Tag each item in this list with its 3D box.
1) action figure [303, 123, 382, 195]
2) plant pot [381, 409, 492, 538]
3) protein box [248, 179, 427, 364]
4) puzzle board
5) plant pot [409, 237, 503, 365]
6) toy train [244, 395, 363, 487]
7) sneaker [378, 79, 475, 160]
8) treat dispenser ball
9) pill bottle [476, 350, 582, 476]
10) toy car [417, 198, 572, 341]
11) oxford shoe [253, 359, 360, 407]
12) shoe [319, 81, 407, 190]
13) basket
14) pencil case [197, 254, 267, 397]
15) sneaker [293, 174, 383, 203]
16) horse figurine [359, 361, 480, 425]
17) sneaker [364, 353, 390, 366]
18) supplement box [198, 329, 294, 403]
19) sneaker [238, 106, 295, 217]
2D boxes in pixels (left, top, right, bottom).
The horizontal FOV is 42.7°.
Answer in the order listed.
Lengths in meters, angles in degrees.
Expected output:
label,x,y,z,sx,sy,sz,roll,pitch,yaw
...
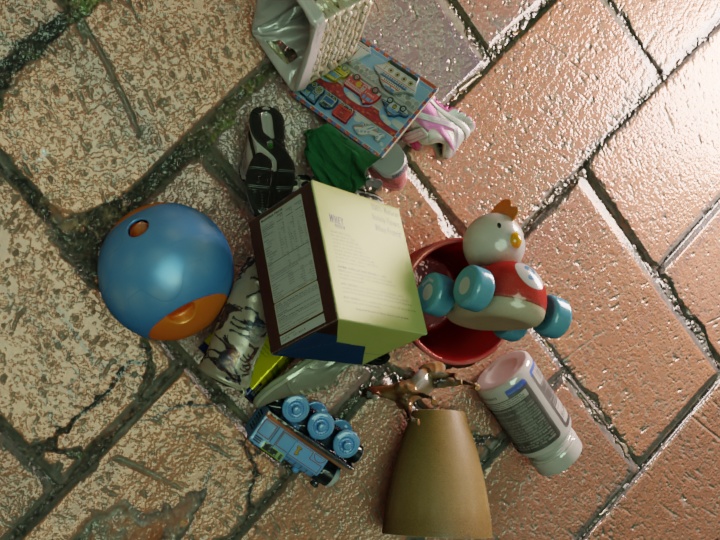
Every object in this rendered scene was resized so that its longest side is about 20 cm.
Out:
label,x,y,z,sx,sy,sz,roll,pitch,yaw
action figure,-0.039,-0.172,1.448,0.054,0.200,0.119,26,108,-45
plant pot,0.127,0.338,1.539,0.183,0.186,0.204,5,77,-18
protein box,-0.032,0.010,1.308,0.197,0.134,0.203,13,58,-48
puzzle board,0.004,-0.289,1.482,0.199,0.017,0.151,37,81,18
plant pot,0.129,0.046,1.511,0.197,0.177,0.205,-1,92,-18
toy train,-0.090,0.272,1.502,0.199,0.087,0.115,37,89,-16
sneaker,0.096,-0.251,1.537,0.198,0.081,0.089,28,83,-17
treat dispenser ball,-0.286,0.001,1.359,0.197,0.200,0.205,-1,93,-18
pill bottle,0.297,0.252,1.611,0.113,0.114,0.201,-38,103,-13
toy car,0.206,-0.016,1.363,0.182,0.176,0.204,18,75,-29
oxford shoe,-0.077,0.166,1.420,0.198,0.075,0.058,-31,87,7
shoe,0.006,-0.216,1.517,0.071,0.091,0.201,-39,74,-5
basket,-0.074,-0.392,1.404,0.122,0.200,0.137,-31,81,-22
pencil case,-0.164,0.080,1.350,0.088,0.078,0.203,19,76,17
sneaker,-0.058,-0.100,1.499,0.196,0.081,0.085,14,104,-14
horse figurine,0.114,0.193,1.554,0.198,0.132,0.051,-28,114,-25
sneaker,-0.006,0.125,1.472,0.078,0.200,0.090,-12,65,-48
supplement box,-0.142,0.094,1.443,0.109,0.109,0.200,42,79,9
sneaker,-0.147,-0.141,1.430,0.074,0.116,0.204,4,59,-13
